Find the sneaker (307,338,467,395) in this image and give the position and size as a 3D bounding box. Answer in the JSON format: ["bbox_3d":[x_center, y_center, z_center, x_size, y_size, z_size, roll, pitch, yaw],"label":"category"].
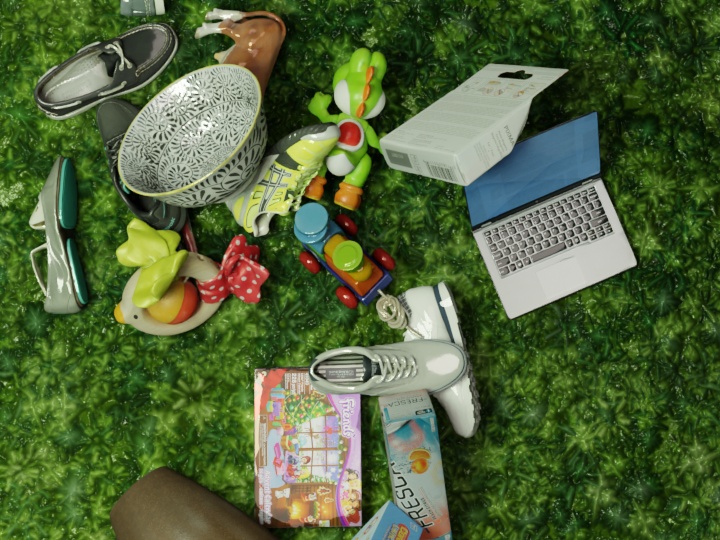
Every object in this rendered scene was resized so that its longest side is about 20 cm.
[{"bbox_3d":[0.032,0.124,1.471,0.199,0.071,0.073,-8,85,5],"label":"sneaker"}]

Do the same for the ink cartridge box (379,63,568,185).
[{"bbox_3d":[0.146,-0.185,1.497,0.200,0.162,0.057,-33,117,-23],"label":"ink cartridge box"}]

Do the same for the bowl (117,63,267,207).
[{"bbox_3d":[-0.183,-0.142,1.450,0.200,0.094,0.202,-18,47,20],"label":"bowl"}]

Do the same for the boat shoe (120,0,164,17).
[{"bbox_3d":[-0.300,-0.424,1.548,0.061,0.073,0.201,-13,92,-7],"label":"boat shoe"}]

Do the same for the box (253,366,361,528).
[{"bbox_3d":[-0.067,0.223,1.527,0.136,0.039,0.201,-1,86,-3],"label":"box"}]

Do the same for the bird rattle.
[{"bbox_3d":[-0.219,0.015,1.497,0.163,0.199,0.113,-49,55,27],"label":"bird rattle"}]

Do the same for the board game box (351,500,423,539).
[{"bbox_3d":[-0.026,0.393,1.403,0.056,0.200,0.196,40,116,0],"label":"board game box"}]

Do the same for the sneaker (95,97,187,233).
[{"bbox_3d":[-0.281,-0.137,1.511,0.075,0.079,0.201,-33,76,11],"label":"sneaker"}]

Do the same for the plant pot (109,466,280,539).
[{"bbox_3d":[-0.206,0.342,1.460,0.187,0.187,0.200,-44,74,-4],"label":"plant pot"}]

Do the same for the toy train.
[{"bbox_3d":[0.000,0.000,1.484,0.085,0.116,0.200,-46,69,-4],"label":"toy train"}]

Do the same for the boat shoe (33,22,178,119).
[{"bbox_3d":[-0.327,-0.260,1.540,0.199,0.060,0.074,-26,86,-4],"label":"boat shoe"}]

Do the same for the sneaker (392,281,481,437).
[{"bbox_3d":[0.100,0.118,1.531,0.080,0.076,0.201,-16,80,6],"label":"sneaker"}]

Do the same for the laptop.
[{"bbox_3d":[0.241,-0.066,1.520,0.186,0.116,0.201,-22,87,-3],"label":"laptop"}]

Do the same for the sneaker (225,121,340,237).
[{"bbox_3d":[-0.087,-0.115,1.496,0.200,0.075,0.077,-37,77,38],"label":"sneaker"}]

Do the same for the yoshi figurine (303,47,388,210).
[{"bbox_3d":[-0.014,-0.186,1.545,0.112,0.112,0.201,26,102,39],"label":"yoshi figurine"}]

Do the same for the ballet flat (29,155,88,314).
[{"bbox_3d":[-0.389,-0.044,1.522,0.063,0.067,0.201,-8,86,5],"label":"ballet flat"}]

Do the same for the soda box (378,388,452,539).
[{"bbox_3d":[0.068,0.250,1.476,0.063,0.068,0.201,-11,114,-3],"label":"soda box"}]

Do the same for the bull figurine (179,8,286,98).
[{"bbox_3d":[-0.166,-0.241,1.541,0.121,0.065,0.201,20,87,-3],"label":"bull figurine"}]

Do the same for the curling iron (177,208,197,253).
[{"bbox_3d":[-0.245,-0.089,1.548,0.049,0.026,0.201,-9,86,-6],"label":"curling iron"}]
